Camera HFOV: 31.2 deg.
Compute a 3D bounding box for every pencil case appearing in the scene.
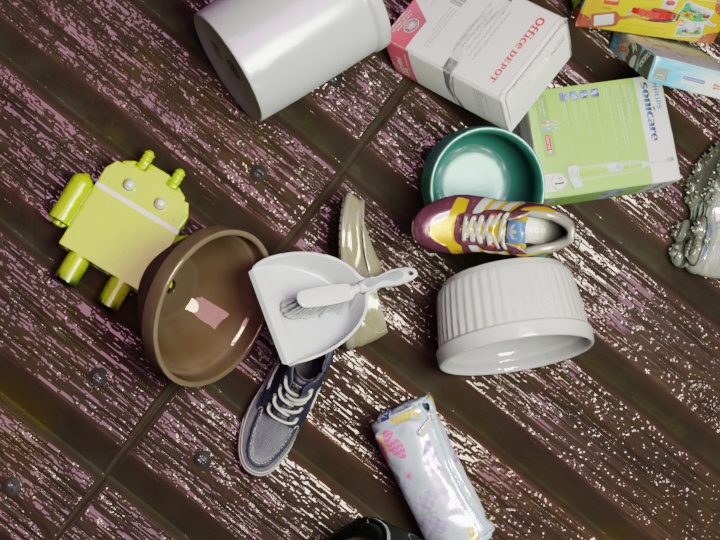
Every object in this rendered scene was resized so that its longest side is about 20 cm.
[{"bbox_3d":[0.093,0.257,1.617,0.083,0.090,0.201,-22,87,-57],"label":"pencil case"}]

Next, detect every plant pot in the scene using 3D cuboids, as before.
[{"bbox_3d":[-0.206,0.032,1.578,0.092,0.201,0.202,24,74,35],"label":"plant pot"}]

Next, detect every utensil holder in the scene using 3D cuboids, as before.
[{"bbox_3d":[-0.087,-0.307,1.636,0.199,0.170,0.171,-35,89,-12],"label":"utensil holder"}]

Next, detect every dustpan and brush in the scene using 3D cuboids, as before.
[{"bbox_3d":[-0.021,0.029,1.583,0.199,0.057,0.141,-11,68,-32],"label":"dustpan and brush"}]

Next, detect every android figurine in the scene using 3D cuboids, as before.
[{"bbox_3d":[-0.295,-0.054,1.623,0.181,0.041,0.201,33,79,-4],"label":"android figurine"}]

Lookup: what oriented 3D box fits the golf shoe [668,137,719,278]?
[{"bbox_3d":[0.495,-0.084,1.773,0.097,0.078,0.202,24,83,-24],"label":"golf shoe"}]

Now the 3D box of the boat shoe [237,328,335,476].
[{"bbox_3d":[-0.093,0.159,1.601,0.074,0.093,0.202,23,78,-6],"label":"boat shoe"}]

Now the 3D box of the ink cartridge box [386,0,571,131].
[{"bbox_3d":[0.154,-0.292,1.680,0.199,0.085,0.146,32,75,28],"label":"ink cartridge box"}]

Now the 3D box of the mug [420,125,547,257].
[{"bbox_3d":[0.156,-0.094,1.671,0.151,0.114,0.187,-11,99,-6],"label":"mug"}]

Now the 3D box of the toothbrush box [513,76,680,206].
[{"bbox_3d":[0.312,-0.172,1.733,0.198,0.086,0.147,-10,84,-11],"label":"toothbrush box"}]

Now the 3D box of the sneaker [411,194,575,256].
[{"bbox_3d":[0.163,-0.054,1.573,0.198,0.090,0.076,-3,98,-7],"label":"sneaker"}]

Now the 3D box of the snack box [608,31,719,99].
[{"bbox_3d":[0.413,-0.278,1.716,0.115,0.200,0.037,12,110,-9],"label":"snack box"}]

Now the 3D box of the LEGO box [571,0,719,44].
[{"bbox_3d":[0.387,-0.397,1.755,0.198,0.077,0.150,5,51,-10],"label":"LEGO box"}]

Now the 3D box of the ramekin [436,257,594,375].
[{"bbox_3d":[0.188,0.058,1.623,0.198,0.200,0.106,-4,73,-11],"label":"ramekin"}]

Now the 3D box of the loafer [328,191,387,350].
[{"bbox_3d":[0.000,0.000,1.657,0.068,0.076,0.202,-2,91,-12],"label":"loafer"}]

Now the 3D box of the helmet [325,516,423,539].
[{"bbox_3d":[0.031,0.415,1.539,0.200,0.200,0.191,-47,114,-14],"label":"helmet"}]
